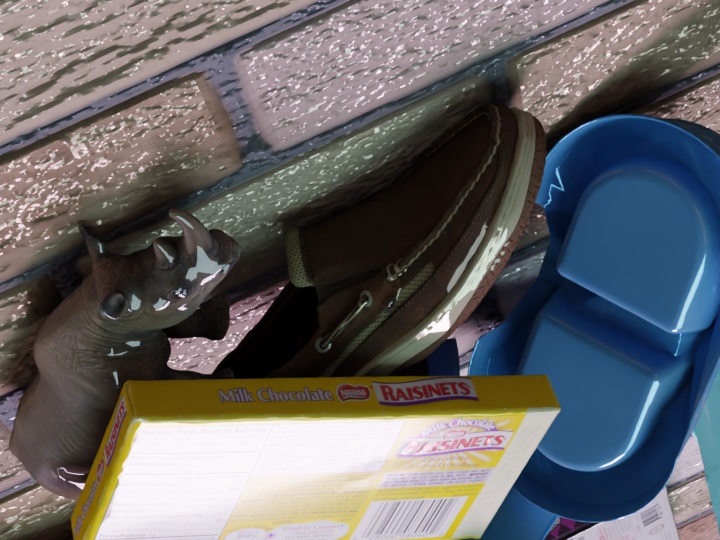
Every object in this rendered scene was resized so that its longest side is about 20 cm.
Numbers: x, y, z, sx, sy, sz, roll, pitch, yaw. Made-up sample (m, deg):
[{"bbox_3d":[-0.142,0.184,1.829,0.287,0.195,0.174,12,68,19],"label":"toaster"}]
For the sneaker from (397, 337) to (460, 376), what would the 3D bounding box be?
[{"bbox_3d":[-0.004,0.080,1.153,0.077,0.071,0.200,3,155,-9],"label":"sneaker"}]

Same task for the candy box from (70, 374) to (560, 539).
[{"bbox_3d":[-0.020,0.085,0.993,0.199,0.027,0.102,1,137,-25],"label":"candy box"}]

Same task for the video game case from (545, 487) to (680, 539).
[{"bbox_3d":[0.131,0.202,1.554,0.180,0.036,0.200,-27,156,2],"label":"video game case"}]

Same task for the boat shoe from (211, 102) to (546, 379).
[{"bbox_3d":[0.001,0.004,0.985,0.075,0.075,0.203,25,116,-23],"label":"boat shoe"}]

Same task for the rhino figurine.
[{"bbox_3d":[-0.098,0.037,0.966,0.087,0.060,0.200,0,145,-19],"label":"rhino figurine"}]

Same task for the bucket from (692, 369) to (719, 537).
[{"bbox_3d":[0.278,0.078,1.274,0.206,0.136,0.207,-18,170,-3],"label":"bucket"}]

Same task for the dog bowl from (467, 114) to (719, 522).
[{"bbox_3d":[0.122,0.019,1.048,0.050,0.111,0.201,-25,138,-57],"label":"dog bowl"}]

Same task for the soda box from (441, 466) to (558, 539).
[{"bbox_3d":[0.079,0.096,1.136,0.200,0.064,0.068,-51,172,-33],"label":"soda box"}]
